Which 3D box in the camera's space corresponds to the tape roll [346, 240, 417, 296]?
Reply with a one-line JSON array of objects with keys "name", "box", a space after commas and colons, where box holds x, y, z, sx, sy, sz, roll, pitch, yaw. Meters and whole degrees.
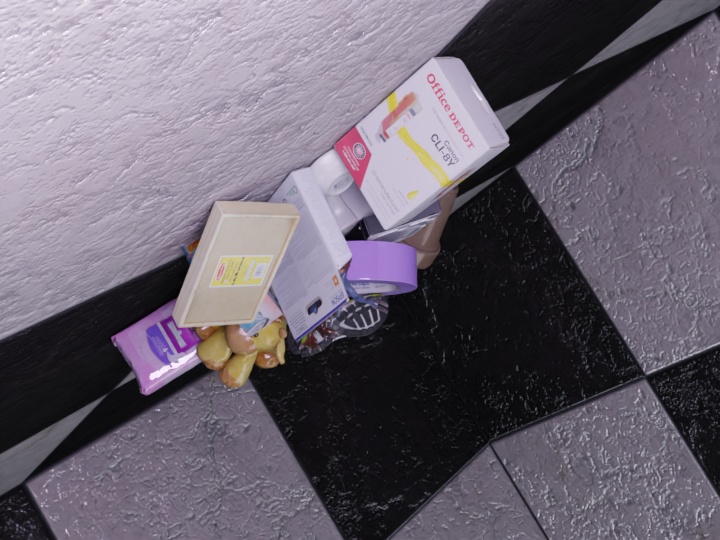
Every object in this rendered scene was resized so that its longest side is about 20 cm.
[{"name": "tape roll", "box": [0.000, 0.000, 1.460, 0.195, 0.067, 0.200, -1, 170, 0]}]

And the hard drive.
[{"name": "hard drive", "box": [0.049, -0.073, 1.468, 0.137, 0.039, 0.200, -20, 174, -16]}]

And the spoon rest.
[{"name": "spoon rest", "box": [-0.041, -0.132, 1.304, 0.098, 0.061, 0.201, -33, 157, -10]}]

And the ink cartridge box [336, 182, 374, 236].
[{"name": "ink cartridge box", "box": [0.018, -0.125, 1.496, 0.142, 0.086, 0.200, -21, 176, -1]}]

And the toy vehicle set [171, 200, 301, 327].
[{"name": "toy vehicle set", "box": [-0.171, -0.006, 1.160, 0.122, 0.027, 0.202, -1, 132, -38]}]

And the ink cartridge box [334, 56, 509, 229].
[{"name": "ink cartridge box", "box": [0.082, -0.175, 1.164, 0.199, 0.147, 0.083, -36, 173, 32]}]

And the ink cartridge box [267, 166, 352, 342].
[{"name": "ink cartridge box", "box": [-0.085, -0.018, 1.255, 0.040, 0.204, 0.199, -18, 169, -34]}]

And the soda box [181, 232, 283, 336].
[{"name": "soda box", "box": [-0.187, 0.018, 1.259, 0.068, 0.064, 0.201, -33, 146, -2]}]

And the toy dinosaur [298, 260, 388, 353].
[{"name": "toy dinosaur", "box": [-0.059, 0.036, 1.326, 0.104, 0.198, 0.185, -18, 128, -42]}]

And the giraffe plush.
[{"name": "giraffe plush", "box": [-0.180, 0.101, 1.439, 0.200, 0.173, 0.162, -46, -166, -13]}]

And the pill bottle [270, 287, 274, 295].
[{"name": "pill bottle", "box": [-0.196, 0.037, 1.652, 0.198, 0.114, 0.112, -33, 176, 0]}]

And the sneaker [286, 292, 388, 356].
[{"name": "sneaker", "box": [-0.044, 0.081, 1.495, 0.196, 0.075, 0.081, -17, -154, -14]}]

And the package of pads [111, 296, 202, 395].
[{"name": "package of pads", "box": [-0.332, 0.123, 1.520, 0.198, 0.122, 0.076, -31, 176, -17]}]

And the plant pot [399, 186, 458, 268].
[{"name": "plant pot", "box": [0.113, -0.136, 1.776, 0.176, 0.199, 0.199, -56, 166, 25]}]
